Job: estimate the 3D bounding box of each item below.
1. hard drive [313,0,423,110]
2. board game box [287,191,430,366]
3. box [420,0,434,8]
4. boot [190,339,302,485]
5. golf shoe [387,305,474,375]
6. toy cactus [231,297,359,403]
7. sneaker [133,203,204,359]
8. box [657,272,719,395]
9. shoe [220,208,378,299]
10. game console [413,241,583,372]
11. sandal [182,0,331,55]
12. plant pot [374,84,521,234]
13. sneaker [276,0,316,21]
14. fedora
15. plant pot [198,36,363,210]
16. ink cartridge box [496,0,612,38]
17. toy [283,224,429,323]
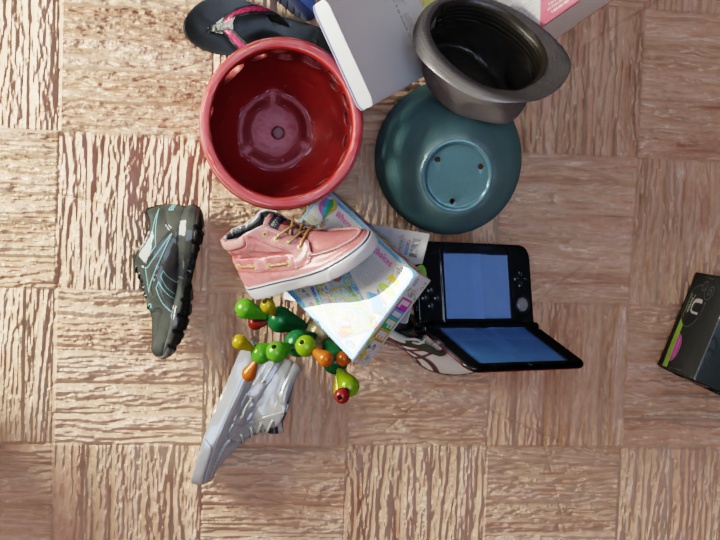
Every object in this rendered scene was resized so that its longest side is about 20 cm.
[{"bbox_3d":[0.028,-0.287,1.394,0.025,0.200,0.134,-19,102,37],"label":"hard drive"},{"bbox_3d":[-0.020,0.005,1.433,0.135,0.200,0.034,-52,144,9],"label":"board game box"},{"bbox_3d":[0.125,-0.336,1.510,0.199,0.048,0.118,41,88,-7],"label":"box"},{"bbox_3d":[-0.147,0.200,1.493,0.094,0.074,0.203,23,90,-2],"label":"boot"},{"bbox_3d":[0.085,0.090,1.515,0.197,0.088,0.078,24,89,-11],"label":"golf shoe"},{"bbox_3d":[-0.068,0.098,1.462,0.198,0.164,0.104,25,115,23],"label":"toy cactus"},{"bbox_3d":[-0.254,0.012,1.474,0.078,0.075,0.204,8,85,2],"label":"sneaker"},{"bbox_3d":[0.542,0.110,1.564,0.197,0.124,0.151,23,90,-10],"label":"box"},{"bbox_3d":[-0.079,-0.033,1.396,0.198,0.072,0.092,-18,116,31],"label":"shoe"},{"bbox_3d":[0.177,0.044,1.463,0.197,0.118,0.176,2,82,-34],"label":"game console"},{"bbox_3d":[-0.131,-0.310,1.473,0.196,0.045,0.077,10,93,-9],"label":"sandal"},{"bbox_3d":[0.117,-0.134,1.457,0.196,0.135,0.204,0,106,0],"label":"plant pot"},{"bbox_3d":[-0.110,-0.413,1.456,0.082,0.074,0.201,-38,99,-6],"label":"sneaker"},{"bbox_3d":[0.149,-0.245,1.392,0.198,0.091,0.177,33,53,12],"label":"fedora"},{"bbox_3d":[-0.103,-0.179,1.418,0.196,0.182,0.205,-1,95,-8],"label":"plant pot"},{"bbox_3d":[0.223,-0.406,1.441,0.082,0.146,0.203,-14,83,-36],"label":"ink cartridge box"},{"bbox_3d":[0.000,0.000,1.473,0.047,0.197,0.117,25,78,-52],"label":"toy"}]
